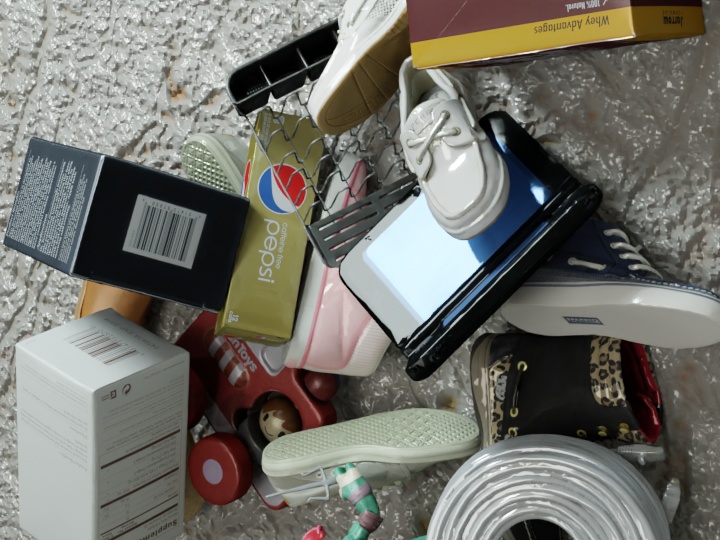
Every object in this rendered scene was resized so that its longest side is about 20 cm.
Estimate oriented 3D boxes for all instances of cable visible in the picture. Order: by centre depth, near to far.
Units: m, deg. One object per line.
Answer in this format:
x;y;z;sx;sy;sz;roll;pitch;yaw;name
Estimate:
0.148;0.231;1.181;0.197;0.069;0.203;6;98;15;cable

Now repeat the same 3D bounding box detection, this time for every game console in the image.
0.079;-0.027;1.179;0.116;0.176;0.200;45;94;1;game console

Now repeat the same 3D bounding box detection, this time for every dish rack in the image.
-0.011;-0.109;1.297;0.152;0.055;0.202;-27;79;-10;dish rack

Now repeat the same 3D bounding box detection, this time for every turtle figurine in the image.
0.013;0.252;1.270;0.197;0.101;0.152;5;114;-3;turtle figurine

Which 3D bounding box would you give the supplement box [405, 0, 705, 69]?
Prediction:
0.144;-0.269;1.156;0.195;0.132;0.203;-3;96;36;supplement box

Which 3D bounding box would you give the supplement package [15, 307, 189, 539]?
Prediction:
-0.239;0.159;1.379;0.116;0.117;0.203;24;121;34;supplement package

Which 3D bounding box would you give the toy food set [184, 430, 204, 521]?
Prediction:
-0.236;0.182;1.525;0.198;0.049;0.200;-1;123;35;toy food set

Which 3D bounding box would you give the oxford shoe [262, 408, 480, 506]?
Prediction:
0.012;0.169;1.329;0.197;0.075;0.058;-11;111;6;oxford shoe

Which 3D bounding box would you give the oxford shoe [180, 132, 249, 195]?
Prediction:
-0.099;-0.047;1.421;0.075;0.058;0.202;-26;96;41;oxford shoe

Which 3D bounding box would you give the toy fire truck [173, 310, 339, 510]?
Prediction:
-0.100;0.116;1.412;0.201;0.112;0.168;53;123;16;toy fire truck

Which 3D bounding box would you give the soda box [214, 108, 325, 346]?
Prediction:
-0.081;-0.037;1.346;0.068;0.063;0.203;145;135;-75;soda box

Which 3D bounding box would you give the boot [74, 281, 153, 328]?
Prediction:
-0.223;0.015;1.513;0.154;0.073;0.202;-24;86;32;boot

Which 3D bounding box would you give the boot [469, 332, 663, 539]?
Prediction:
0.177;0.142;1.243;0.149;0.073;0.203;-12;85;37;boot

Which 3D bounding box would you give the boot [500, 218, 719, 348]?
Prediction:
0.206;0.003;1.177;0.198;0.073;0.091;5;62;38;boot

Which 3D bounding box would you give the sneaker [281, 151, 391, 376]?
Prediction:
0.000;0.000;1.353;0.103;0.075;0.203;14;82;-6;sneaker

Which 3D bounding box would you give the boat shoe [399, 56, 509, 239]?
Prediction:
0.062;-0.103;1.185;0.070;0.069;0.201;-36;36;14;boat shoe

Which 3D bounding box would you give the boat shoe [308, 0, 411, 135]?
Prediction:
0.014;-0.206;1.268;0.069;0.071;0.201;34;82;29;boat shoe

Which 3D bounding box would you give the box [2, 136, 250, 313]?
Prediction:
-0.215;-0.043;1.344;0.199;0.147;0.109;17;91;59;box
